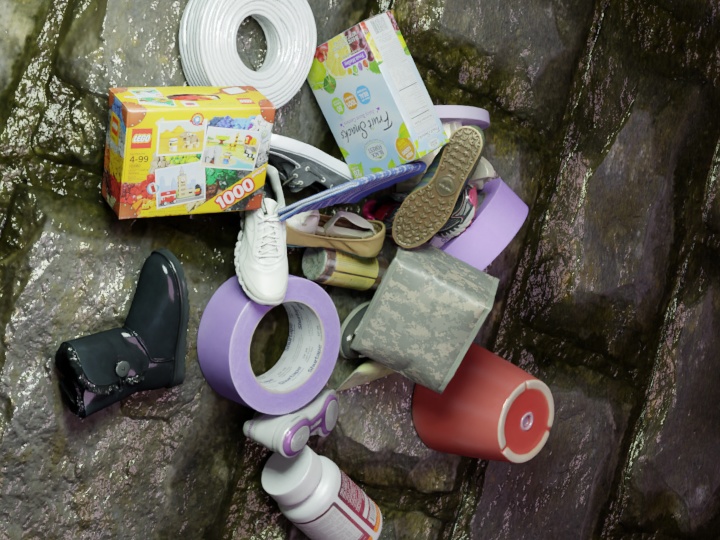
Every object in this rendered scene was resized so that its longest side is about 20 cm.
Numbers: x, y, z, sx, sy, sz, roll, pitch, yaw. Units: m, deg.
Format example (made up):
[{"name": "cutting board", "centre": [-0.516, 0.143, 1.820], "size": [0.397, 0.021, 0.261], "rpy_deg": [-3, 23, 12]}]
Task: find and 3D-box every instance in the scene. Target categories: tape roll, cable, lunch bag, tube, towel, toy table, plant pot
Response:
[{"name": "tape roll", "centre": [0.171, -0.052, 1.755], "size": [0.066, 0.200, 0.200], "rpy_deg": [43, 68, -9]}, {"name": "tape roll", "centre": [-0.130, 0.101, 1.602], "size": [0.199, 0.085, 0.201], "rpy_deg": [-10, 106, -39]}, {"name": "cable", "centre": [-0.150, -0.308, 1.506], "size": [0.199, 0.069, 0.201], "rpy_deg": [-12, 107, -40]}, {"name": "lunch bag", "centre": [0.092, 0.073, 1.663], "size": [0.200, 0.164, 0.118], "rpy_deg": [-63, 180, 29]}, {"name": "tube", "centre": [0.047, 0.143, 1.787], "size": [0.200, 0.052, 0.058], "rpy_deg": [-24, 123, -37]}, {"name": "towel", "centre": [-0.008, -0.110, 1.532], "size": [0.200, 0.144, 0.024], "rpy_deg": [-23, 92, -57]}, {"name": "toy table", "centre": [0.127, -0.185, 1.720], "size": [0.199, 0.184, 0.118], "rpy_deg": [-3, 86, -35]}, {"name": "plant pot", "centre": [0.216, 0.233, 1.876], "size": [0.200, 0.177, 0.201], "rpy_deg": [-11, 106, -40]}]

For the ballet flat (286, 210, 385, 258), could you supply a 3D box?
[{"name": "ballet flat", "centre": [-0.056, -0.067, 1.612], "size": [0.199, 0.069, 0.063], "rpy_deg": [9, 132, -23]}]

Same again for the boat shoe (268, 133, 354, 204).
[{"name": "boat shoe", "centre": [-0.085, -0.144, 1.607], "size": [0.200, 0.070, 0.067], "rpy_deg": [21, 83, -50]}]

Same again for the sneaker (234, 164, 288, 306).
[{"name": "sneaker", "centre": [-0.132, -0.051, 1.519], "size": [0.075, 0.081, 0.201], "rpy_deg": [0, 70, -17]}]

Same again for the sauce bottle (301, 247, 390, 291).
[{"name": "sauce bottle", "centre": [0.000, 0.000, 1.710], "size": [0.200, 0.065, 0.065], "rpy_deg": [13, 90, -43]}]

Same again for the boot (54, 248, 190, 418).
[{"name": "boot", "centre": [-0.310, 0.082, 1.442], "size": [0.168, 0.076, 0.201], "rpy_deg": [-14, 115, -43]}]

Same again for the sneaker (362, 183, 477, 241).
[{"name": "sneaker", "centre": [0.091, -0.088, 1.680], "size": [0.075, 0.199, 0.081], "rpy_deg": [24, 62, -43]}]

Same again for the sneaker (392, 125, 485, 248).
[{"name": "sneaker", "centre": [0.121, -0.123, 1.602], "size": [0.201, 0.067, 0.090], "rpy_deg": [-58, 175, 20]}]

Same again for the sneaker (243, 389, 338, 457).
[{"name": "sneaker", "centre": [-0.100, 0.216, 1.663], "size": [0.200, 0.099, 0.075], "rpy_deg": [-17, 117, -63]}]

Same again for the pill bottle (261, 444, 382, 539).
[{"name": "pill bottle", "centre": [-0.059, 0.353, 1.701], "size": [0.110, 0.109, 0.200], "rpy_deg": [-54, 128, -19]}]

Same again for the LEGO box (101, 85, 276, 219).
[{"name": "LEGO box", "centre": [-0.222, -0.154, 1.424], "size": [0.199, 0.077, 0.149], "rpy_deg": [-7, 122, -31]}]

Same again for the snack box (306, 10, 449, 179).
[{"name": "snack box", "centre": [0.016, -0.242, 1.568], "size": [0.068, 0.168, 0.201], "rpy_deg": [-32, 100, -32]}]

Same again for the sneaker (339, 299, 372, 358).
[{"name": "sneaker", "centre": [0.061, 0.084, 1.752], "size": [0.200, 0.106, 0.075], "rpy_deg": [-31, 118, -33]}]
